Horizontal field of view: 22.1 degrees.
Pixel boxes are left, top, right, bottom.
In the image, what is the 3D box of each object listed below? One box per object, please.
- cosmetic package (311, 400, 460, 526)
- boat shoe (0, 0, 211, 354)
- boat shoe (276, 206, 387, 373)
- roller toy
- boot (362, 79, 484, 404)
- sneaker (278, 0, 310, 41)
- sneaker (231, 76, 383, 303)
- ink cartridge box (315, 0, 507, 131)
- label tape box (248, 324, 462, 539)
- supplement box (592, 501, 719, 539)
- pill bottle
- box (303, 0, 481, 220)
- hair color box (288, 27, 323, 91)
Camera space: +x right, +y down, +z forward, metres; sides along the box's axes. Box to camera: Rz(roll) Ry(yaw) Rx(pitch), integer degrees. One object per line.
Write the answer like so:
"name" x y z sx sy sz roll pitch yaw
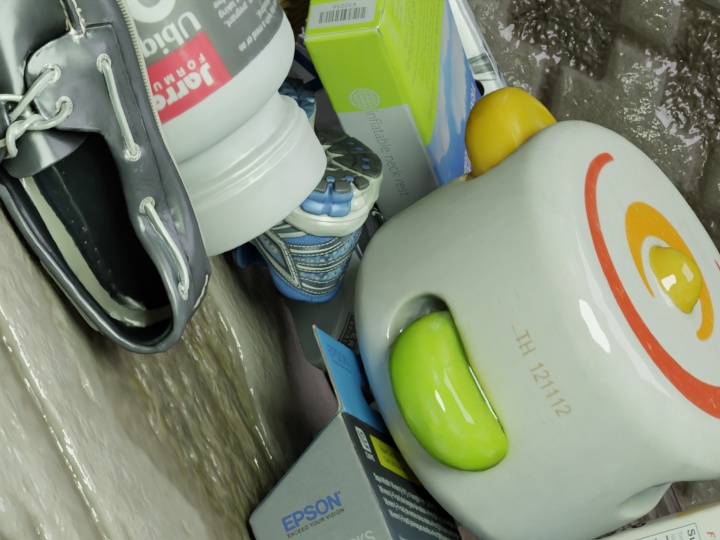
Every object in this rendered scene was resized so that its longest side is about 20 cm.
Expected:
"cosmetic package" 0.053 0.103 1.036 0.074 0.101 0.200 65 12 10
"boat shoe" -0.110 -0.056 0.677 0.063 0.072 0.201 -101 168 -63
"boat shoe" 0.000 0.000 0.992 0.066 0.070 0.200 18 18 -17
"roller toy" 0.101 0.028 0.876 0.182 0.139 0.201 40 35 -31
"boot" 0.030 -0.025 1.109 0.078 0.138 0.201 51 18 -52
"sneaker" -0.073 -0.182 0.998 0.090 0.075 0.200 57 -25 19
"sneaker" -0.053 -0.045 0.951 0.200 0.077 0.086 -127 -138 -59
"ink cartridge box" 0.022 -0.121 1.261 0.201 0.146 0.086 63 9 -13
"label tape box" 0.010 0.141 0.840 0.201 0.063 0.144 67 11 22
"supplement box" 0.126 0.174 0.946 0.126 0.199 0.074 26 47 -74
"pill bottle" -0.095 -0.108 0.751 0.201 0.110 0.111 59 12 -24
"box" 0.024 -0.108 1.018 0.200 0.047 0.123 65 26 -50
"hair color box" -0.088 -0.204 1.146 0.201 0.060 0.100 67 10 13
